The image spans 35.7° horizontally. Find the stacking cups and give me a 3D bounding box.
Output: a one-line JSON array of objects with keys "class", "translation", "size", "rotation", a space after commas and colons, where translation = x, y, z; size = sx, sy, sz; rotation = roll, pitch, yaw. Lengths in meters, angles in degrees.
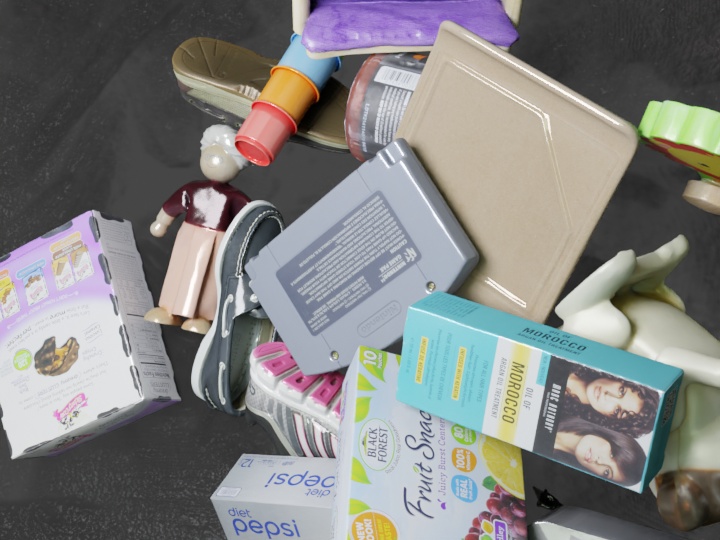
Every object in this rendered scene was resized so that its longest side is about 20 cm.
[{"class": "stacking cups", "translation": [-0.048, -0.182, 1.017], "size": [0.060, 0.061, 0.200], "rotation": [21, 71, 24]}]

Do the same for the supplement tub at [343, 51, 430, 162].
[{"class": "supplement tub", "translation": [0.094, -0.121, 0.961], "size": [0.200, 0.107, 0.107], "rotation": [18, 91, 23]}]

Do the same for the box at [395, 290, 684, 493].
[{"class": "box", "translation": [0.126, 0.085, 0.820], "size": [0.200, 0.049, 0.082], "rotation": [18, 112, 27]}]

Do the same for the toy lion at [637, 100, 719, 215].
[{"class": "toy lion", "translation": [0.305, -0.070, 0.816], "size": [0.200, 0.192, 0.069], "rotation": [24, 94, 23]}]

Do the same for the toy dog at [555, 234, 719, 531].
[{"class": "toy dog", "translation": [0.232, 0.101, 0.861], "size": [0.194, 0.139, 0.200], "rotation": [-44, 69, 26]}]

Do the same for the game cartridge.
[{"class": "game cartridge", "translation": [0.000, 0.000, 0.927], "size": [0.200, 0.042, 0.133], "rotation": [-37, 85, 34]}]

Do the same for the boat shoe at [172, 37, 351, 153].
[{"class": "boat shoe", "translation": [-0.084, -0.160, 1.066], "size": [0.200, 0.065, 0.073], "rotation": [26, 62, 8]}]

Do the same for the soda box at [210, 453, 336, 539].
[{"class": "soda box", "translation": [-0.023, 0.205, 0.948], "size": [0.200, 0.063, 0.068], "rotation": [-2, 120, 28]}]

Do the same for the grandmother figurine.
[{"class": "grandmother figurine", "translation": [-0.146, -0.042, 1.081], "size": [0.121, 0.061, 0.201], "rotation": [12, 91, 2]}]

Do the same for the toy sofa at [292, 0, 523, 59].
[{"class": "toy sofa", "translation": [0.041, -0.245, 0.951], "size": [0.199, 0.083, 0.098], "rotation": [-2, 49, -4]}]

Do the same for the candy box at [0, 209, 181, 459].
[{"class": "candy box", "translation": [-0.290, 0.067, 1.123], "size": [0.167, 0.072, 0.200], "rotation": [-24, 75, 19]}]

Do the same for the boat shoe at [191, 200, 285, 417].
[{"class": "boat shoe", "translation": [-0.100, 0.037, 1.039], "size": [0.060, 0.075, 0.201], "rotation": [23, 105, 47]}]

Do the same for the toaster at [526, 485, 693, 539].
[{"class": "toaster", "translation": [0.195, 0.285, 0.863], "size": [0.200, 0.119, 0.181], "rotation": [13, 88, 24]}]

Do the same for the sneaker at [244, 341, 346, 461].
[{"class": "sneaker", "translation": [-0.023, 0.148, 1.000], "size": [0.200, 0.074, 0.088], "rotation": [32, 125, 8]}]

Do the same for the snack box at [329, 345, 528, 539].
[{"class": "snack box", "translation": [0.053, 0.159, 0.860], "size": [0.142, 0.200, 0.053], "rotation": [14, 130, -9]}]

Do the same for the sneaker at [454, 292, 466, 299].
[{"class": "sneaker", "translation": [0.018, -0.014, 0.996], "size": [0.200, 0.078, 0.140], "rotation": [-13, 80, 21]}]

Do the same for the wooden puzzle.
[{"class": "wooden puzzle", "translation": [0.105, -0.070, 0.881], "size": [0.185, 0.037, 0.200], "rotation": [36, 122, 24]}]
